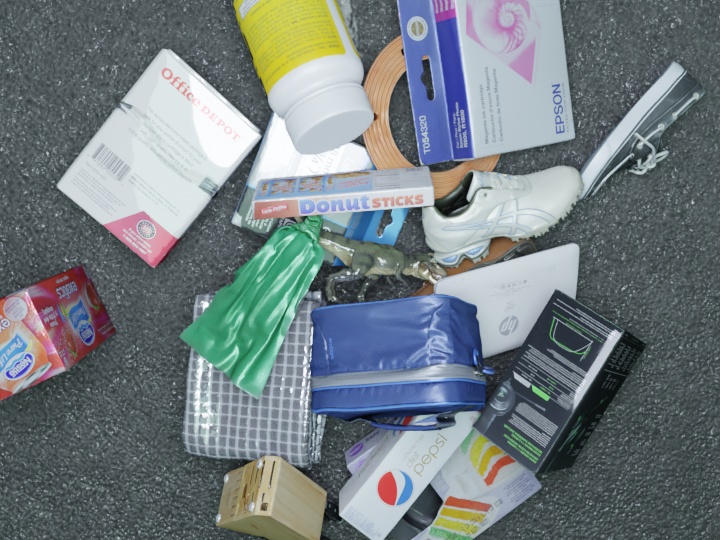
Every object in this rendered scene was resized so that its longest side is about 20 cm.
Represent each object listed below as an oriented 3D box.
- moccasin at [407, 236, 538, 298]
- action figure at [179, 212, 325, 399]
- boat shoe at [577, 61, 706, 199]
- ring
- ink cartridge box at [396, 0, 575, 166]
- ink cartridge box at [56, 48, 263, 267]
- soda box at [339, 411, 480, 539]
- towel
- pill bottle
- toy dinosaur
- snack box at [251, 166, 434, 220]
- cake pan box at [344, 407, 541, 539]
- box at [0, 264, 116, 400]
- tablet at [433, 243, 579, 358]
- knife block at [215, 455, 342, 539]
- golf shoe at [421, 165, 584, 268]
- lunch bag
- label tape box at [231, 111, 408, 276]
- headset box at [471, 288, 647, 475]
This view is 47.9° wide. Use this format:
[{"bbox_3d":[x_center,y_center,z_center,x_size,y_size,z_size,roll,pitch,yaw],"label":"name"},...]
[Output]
[{"bbox_3d":[0.121,0.011,0.994,0.201,0.078,0.074,-39,125,-1],"label":"moccasin"},{"bbox_3d":[-0.098,0.023,0.890,0.117,0.055,0.202,34,91,13],"label":"action figure"},{"bbox_3d":[0.336,-0.154,0.978,0.068,0.074,0.200,41,86,6],"label":"boat shoe"},{"bbox_3d":[0.087,-0.182,0.956,0.197,0.019,0.204,-3,97,-23],"label":"ring"},{"bbox_3d":[0.150,-0.235,0.942,0.197,0.043,0.200,-14,101,-21],"label":"ink cartridge box"},{"bbox_3d":[-0.227,-0.131,0.942,0.144,0.084,0.201,40,96,-9],"label":"ink cartridge box"},{"bbox_3d":[0.057,0.224,0.976,0.063,0.068,0.201,38,95,-7],"label":"soda box"},{"bbox_3d":[-0.120,0.121,0.947,0.163,0.085,0.204,2,85,15],"label":"towel"},{"bbox_3d":[-0.063,-0.240,0.889,0.113,0.114,0.203,-21,79,1],"label":"pill bottle"},{"bbox_3d":[0.000,0.000,0.944,0.197,0.047,0.090,19,89,-16],"label":"toy dinosaur"},{"bbox_3d":[-0.019,-0.087,0.896,0.196,0.072,0.025,-4,116,2],"label":"snack box"},{"bbox_3d":[0.102,0.259,1.043,0.199,0.052,0.185,-35,97,3],"label":"cake pan box"},{"bbox_3d":[-0.361,0.066,0.908,0.098,0.200,0.097,-24,98,1],"label":"box"},{"bbox_3d":[0.178,0.046,0.984,0.197,0.014,0.132,-14,122,-17],"label":"tablet"},{"bbox_3d":[-0.073,0.284,0.960,0.173,0.200,0.065,19,61,-21],"label":"knife block"},{"bbox_3d":[0.163,-0.082,0.939,0.198,0.079,0.098,-27,129,3],"label":"golf shoe"},{"bbox_3d":[0.047,0.106,0.877,0.197,0.135,0.135,-7,77,26],"label":"lunch bag"},{"bbox_3d":[-0.036,-0.089,0.971,0.197,0.063,0.146,22,98,-6],"label":"label tape box"},{"bbox_3d":[0.238,0.141,0.962,0.092,0.173,0.202,33,98,28],"label":"headset box"}]
